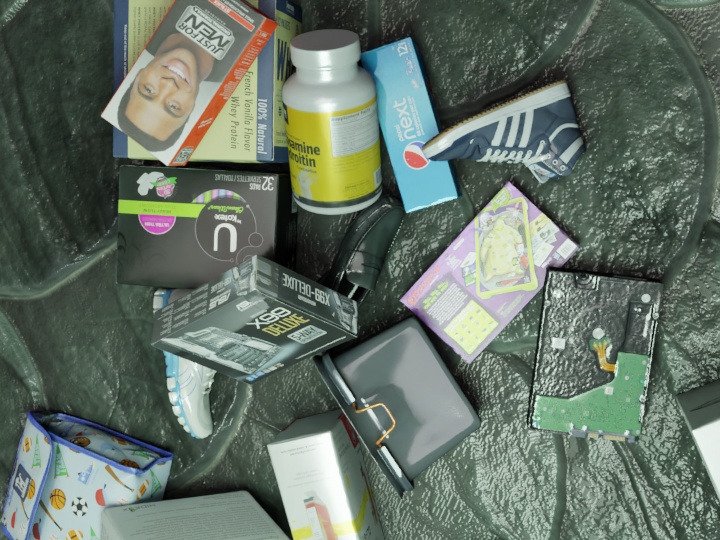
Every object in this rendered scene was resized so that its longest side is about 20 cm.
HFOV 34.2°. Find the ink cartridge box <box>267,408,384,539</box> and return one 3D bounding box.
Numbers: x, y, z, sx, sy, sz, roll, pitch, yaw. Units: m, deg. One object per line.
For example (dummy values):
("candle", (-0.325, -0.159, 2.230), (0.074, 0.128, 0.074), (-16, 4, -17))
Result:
("ink cartridge box", (-0.036, 0.285, 1.441), (0.083, 0.145, 0.201), (-14, 93, 10))

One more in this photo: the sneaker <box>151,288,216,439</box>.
("sneaker", (-0.205, 0.115, 1.495), (0.086, 0.075, 0.201), (-11, 93, 5))

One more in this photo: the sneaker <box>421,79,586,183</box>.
("sneaker", (0.176, -0.141, 1.375), (0.200, 0.070, 0.109), (-24, 95, -17))

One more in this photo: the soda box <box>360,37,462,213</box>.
("soda box", (0.062, -0.175, 1.422), (0.068, 0.064, 0.201), (-16, 92, 11))

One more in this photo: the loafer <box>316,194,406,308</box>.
("loafer", (0.000, 0.000, 1.440), (0.201, 0.068, 0.070), (-56, 45, 13))

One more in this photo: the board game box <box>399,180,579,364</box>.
("board game box", (0.158, 0.003, 1.439), (0.120, 0.032, 0.200), (43, 100, 0))

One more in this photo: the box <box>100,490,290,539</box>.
("box", (-0.200, 0.398, 1.418), (0.199, 0.171, 0.200), (-3, 105, -25))

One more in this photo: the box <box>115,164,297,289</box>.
("box", (-0.187, -0.054, 1.448), (0.199, 0.124, 0.149), (3, 95, 9))

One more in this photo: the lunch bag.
("lunch bag", (-0.368, 0.290, 1.516), (0.200, 0.124, 0.170), (20, 98, 19))

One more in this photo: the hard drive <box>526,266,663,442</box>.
("hard drive", (0.280, 0.102, 1.410), (0.139, 0.038, 0.201), (6, 100, 4))

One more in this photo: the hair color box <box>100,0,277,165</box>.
("hair color box", (-0.193, -0.228, 1.328), (0.101, 0.061, 0.200), (36, 101, 5))

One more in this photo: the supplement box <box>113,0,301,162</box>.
("supplement box", (-0.183, -0.233, 1.425), (0.199, 0.134, 0.201), (2, 95, 10))

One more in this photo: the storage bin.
("storage bin", (0.051, 0.153, 1.424), (0.134, 0.146, 0.200), (-34, 89, 1))

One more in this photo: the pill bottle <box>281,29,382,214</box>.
("pill bottle", (-0.034, -0.176, 1.383), (0.112, 0.112, 0.201), (1, 119, 10))

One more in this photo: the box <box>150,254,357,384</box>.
("box", (-0.127, 0.063, 1.391), (0.200, 0.158, 0.050), (-26, 51, 38))

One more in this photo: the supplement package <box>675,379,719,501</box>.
("supplement package", (0.438, 0.190, 1.317), (0.117, 0.200, 0.118), (-23, 91, 11))
